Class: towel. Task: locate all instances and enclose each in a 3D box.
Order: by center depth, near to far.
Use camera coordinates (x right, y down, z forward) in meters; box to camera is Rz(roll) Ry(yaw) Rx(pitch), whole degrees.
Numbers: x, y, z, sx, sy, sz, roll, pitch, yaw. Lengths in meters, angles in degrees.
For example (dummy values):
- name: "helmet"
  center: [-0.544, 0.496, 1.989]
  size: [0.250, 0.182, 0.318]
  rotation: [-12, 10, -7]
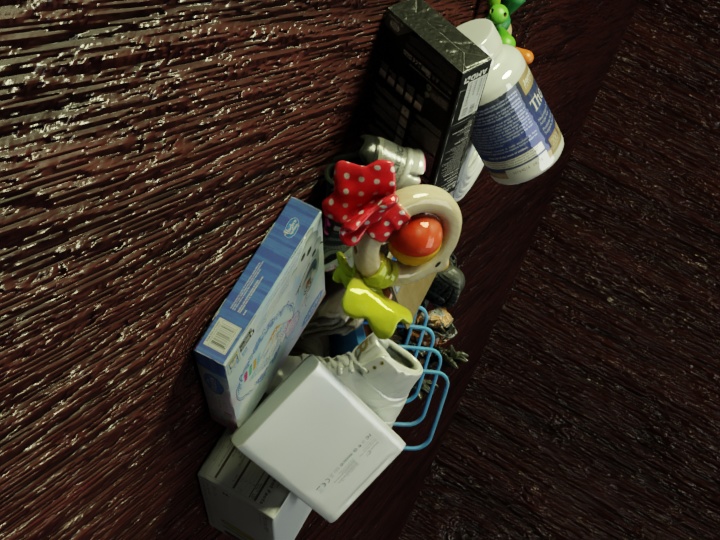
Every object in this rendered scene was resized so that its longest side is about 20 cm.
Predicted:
- name: "towel"
  center: [0.000, 0.000, 1.638]
  size: [0.132, 0.034, 0.201]
  rotation: [-11, -138, 57]

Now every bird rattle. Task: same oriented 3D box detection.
- name: "bird rattle"
  center: [0.034, -0.041, 1.440]
  size: [0.162, 0.113, 0.202]
  rotation: [-16, 128, -24]

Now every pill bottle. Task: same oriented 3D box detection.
- name: "pill bottle"
  center: [0.176, -0.219, 1.717]
  size: [0.111, 0.110, 0.201]
  rotation: [-55, 128, -31]

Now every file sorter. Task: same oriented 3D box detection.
- name: "file sorter"
  center: [0.030, 0.120, 1.736]
  size: [0.201, 0.121, 0.140]
  rotation: [-104, -156, -54]

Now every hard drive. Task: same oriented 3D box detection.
- name: "hard drive"
  center: [-0.045, 0.197, 1.530]
  size: [0.132, 0.026, 0.200]
  rotation: [-46, 132, -3]

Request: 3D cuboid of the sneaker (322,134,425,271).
- name: "sneaker"
  center: [-0.016, -0.081, 1.491]
  size: [0.200, 0.087, 0.074]
  rotation: [-45, -154, 35]

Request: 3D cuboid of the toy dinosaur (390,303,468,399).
- name: "toy dinosaur"
  center: [0.080, 0.094, 1.897]
  size: [0.102, 0.137, 0.200]
  rotation: [-34, -167, -9]

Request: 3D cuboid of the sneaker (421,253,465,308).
- name: "sneaker"
  center: [0.102, 0.001, 1.866]
  size: [0.091, 0.076, 0.200]
  rotation: [-56, -167, -13]

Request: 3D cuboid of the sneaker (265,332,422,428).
- name: "sneaker"
  center: [-0.025, 0.110, 1.563]
  size: [0.116, 0.198, 0.074]
  rotation: [-59, -154, 27]

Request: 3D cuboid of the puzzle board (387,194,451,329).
- name: "puzzle board"
  center: [0.072, -0.030, 1.622]
  size: [0.152, 0.017, 0.200]
  rotation: [-62, 161, -16]

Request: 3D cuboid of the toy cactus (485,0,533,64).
- name: "toy cactus"
  center: [0.197, -0.337, 1.824]
  size: [0.165, 0.101, 0.202]
  rotation: [57, 52, -87]

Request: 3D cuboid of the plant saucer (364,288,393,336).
- name: "plant saucer"
  center: [0.020, 0.030, 1.938]
  size: [0.201, 0.037, 0.201]
  rotation: [-58, 166, -23]

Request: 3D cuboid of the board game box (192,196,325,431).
- name: "board game box"
  center: [-0.104, 0.052, 1.444]
  size: [0.201, 0.043, 0.200]
  rotation: [-58, 166, -23]

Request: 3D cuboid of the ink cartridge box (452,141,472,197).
- name: "ink cartridge box"
  center: [0.077, -0.108, 1.801]
  size: [0.165, 0.075, 0.201]
  rotation: [-48, 160, -47]

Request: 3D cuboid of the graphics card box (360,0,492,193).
- name: "graphics card box"
  center: [0.068, -0.186, 1.471]
  size: [0.051, 0.125, 0.201]
  rotation: [-28, 149, -30]

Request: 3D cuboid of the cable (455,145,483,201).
- name: "cable"
  center: [0.154, -0.196, 1.948]
  size: [0.200, 0.069, 0.202]
  rotation: [-39, 153, -63]

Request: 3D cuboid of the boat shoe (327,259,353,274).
- name: "boat shoe"
  center: [0.007, -0.082, 1.621]
  size: [0.062, 0.072, 0.201]
  rotation: [-10, -135, 57]

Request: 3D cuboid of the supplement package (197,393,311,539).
- name: "supplement package"
  center: [-0.112, 0.251, 1.667]
  size: [0.157, 0.110, 0.201]
  rotation: [-58, 166, -25]

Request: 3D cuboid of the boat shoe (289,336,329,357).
- name: "boat shoe"
  center: [-0.068, 0.159, 1.752]
  size: [0.065, 0.071, 0.201]
  rotation: [-51, 162, -41]
